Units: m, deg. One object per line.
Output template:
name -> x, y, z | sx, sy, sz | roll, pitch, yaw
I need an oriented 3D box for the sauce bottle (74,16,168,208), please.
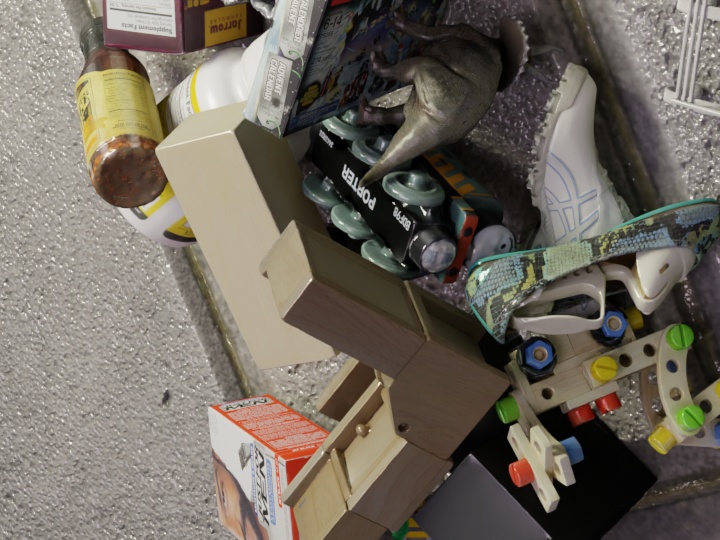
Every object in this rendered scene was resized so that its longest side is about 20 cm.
sauce bottle -> -0.195, -0.132, 1.460 | 0.200, 0.066, 0.066 | -109, 37, -49

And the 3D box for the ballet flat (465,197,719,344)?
ballet flat -> 0.175, 0.007, 1.295 | 0.199, 0.074, 0.075 | -17, 97, -2

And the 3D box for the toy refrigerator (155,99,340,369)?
toy refrigerator -> -0.074, -0.028, 1.411 | 0.076, 0.070, 0.201 | -11, 114, 30

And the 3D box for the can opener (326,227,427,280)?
can opener -> 0.000, 0.000, 1.475 | 0.199, 0.063, 0.079 | -11, 99, 37

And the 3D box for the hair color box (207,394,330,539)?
hair color box -> -0.065, 0.180, 1.515 | 0.200, 0.064, 0.111 | -159, 62, -68

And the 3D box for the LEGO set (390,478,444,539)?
LEGO set -> 0.052, 0.229, 1.483 | 0.200, 0.115, 0.155 | 174, 99, -67

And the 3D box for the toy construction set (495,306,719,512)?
toy construction set -> 0.176, 0.098, 1.315 | 0.092, 0.199, 0.132 | -37, 74, 60

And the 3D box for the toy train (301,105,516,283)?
toy train -> 0.036, -0.060, 1.361 | 0.200, 0.114, 0.086 | 49, 130, 48

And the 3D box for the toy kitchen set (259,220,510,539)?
toy kitchen set -> -0.034, 0.075, 1.323 | 0.180, 0.163, 0.200 | 28, 111, -27

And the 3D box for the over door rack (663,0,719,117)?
over door rack -> 0.293, -0.157, 1.206 | 0.200, 0.066, 0.148 | 29, 122, 48

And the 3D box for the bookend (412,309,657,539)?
bookend -> 0.093, 0.143, 1.368 | 0.199, 0.200, 0.092 | 46, 119, 13

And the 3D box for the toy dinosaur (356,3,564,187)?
toy dinosaur -> 0.059, -0.133, 1.298 | 0.102, 0.200, 0.077 | 15, 133, 26

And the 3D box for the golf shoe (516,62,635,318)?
golf shoe -> 0.168, -0.054, 1.350 | 0.097, 0.078, 0.201 | 10, 115, 10

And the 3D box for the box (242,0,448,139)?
box -> 0.002, -0.184, 1.326 | 0.040, 0.200, 0.137 | 31, 121, 20

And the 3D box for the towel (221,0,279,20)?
towel -> -0.028, -0.296, 1.334 | 0.085, 0.165, 0.201 | 25, 118, 31

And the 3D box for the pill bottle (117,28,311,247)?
pill bottle -> -0.109, -0.111, 1.483 | 0.200, 0.111, 0.112 | -35, 85, 37

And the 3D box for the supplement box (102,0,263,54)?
supplement box -> -0.144, -0.281, 1.451 | 0.085, 0.110, 0.201 | 11, 112, 32
